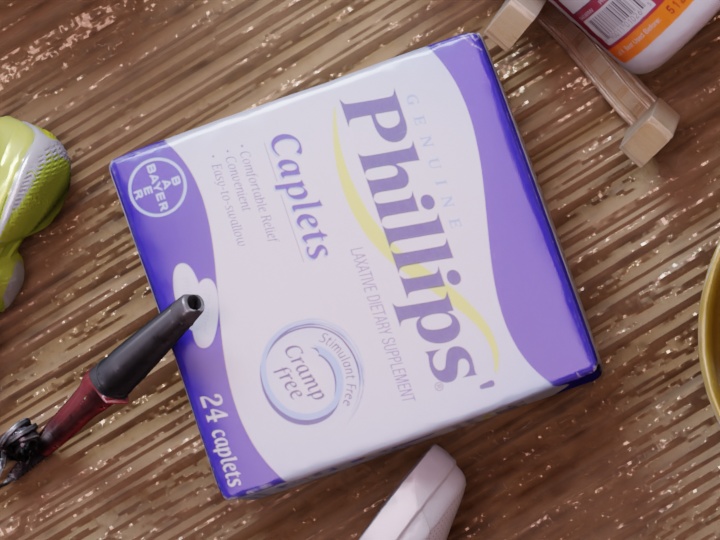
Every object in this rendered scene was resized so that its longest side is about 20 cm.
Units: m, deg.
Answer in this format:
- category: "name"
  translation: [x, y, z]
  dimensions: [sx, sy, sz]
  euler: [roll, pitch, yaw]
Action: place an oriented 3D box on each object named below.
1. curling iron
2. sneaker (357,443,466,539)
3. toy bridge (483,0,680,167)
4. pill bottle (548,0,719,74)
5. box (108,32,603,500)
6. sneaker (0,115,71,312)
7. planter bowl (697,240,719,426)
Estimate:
- category: "curling iron"
  translation: [-0.133, 0.063, 1.295]
  dimensions: [0.200, 0.050, 0.026]
  euler: [-36, 88, 42]
- category: "sneaker"
  translation: [0.026, 0.196, 1.307]
  dimensions: [0.115, 0.074, 0.200]
  euler: [32, 98, 7]
- category: "toy bridge"
  translation: [0.082, -0.135, 1.329]
  dimensions: [0.200, 0.067, 0.027]
  euler: [39, 117, -3]
- category: "pill bottle"
  translation: [0.102, -0.201, 1.295]
  dimensions: [0.200, 0.110, 0.110]
  euler: [41, 90, -6]
- category: "box"
  translation: [0.000, 0.000, 1.309]
  dimensions: [0.200, 0.105, 0.184]
  euler: [-20, 83, 3]
- category: "sneaker"
  translation: [-0.236, 0.003, 1.359]
  dimensions: [0.105, 0.076, 0.200]
  euler: [27, 80, 20]
- category: "planter bowl"
  translation: [0.267, 0.035, 1.287]
  dimensions: [0.200, 0.083, 0.201]
  euler: [-1, 84, 5]
